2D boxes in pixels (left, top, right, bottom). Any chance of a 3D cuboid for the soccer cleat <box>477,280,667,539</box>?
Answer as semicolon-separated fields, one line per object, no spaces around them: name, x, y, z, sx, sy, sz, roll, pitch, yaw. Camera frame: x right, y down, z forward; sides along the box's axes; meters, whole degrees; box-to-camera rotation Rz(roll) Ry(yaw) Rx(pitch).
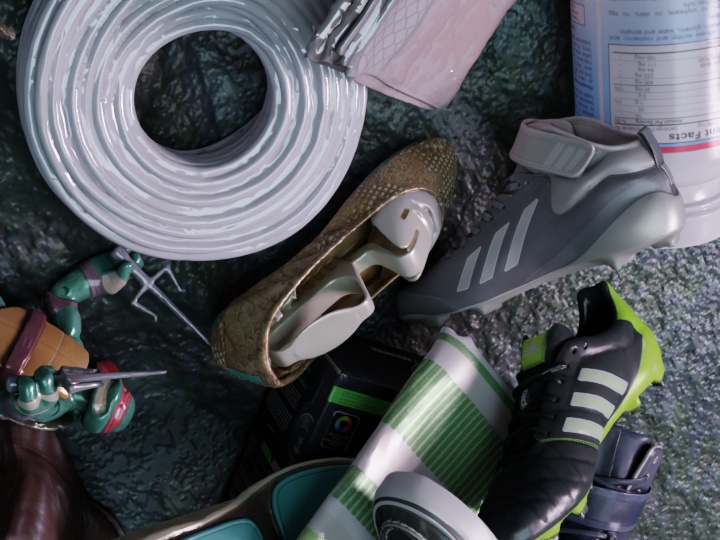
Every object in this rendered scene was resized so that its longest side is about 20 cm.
soccer cleat;0.111;0.084;0.737;0.081;0.067;0.200;54;48;-11

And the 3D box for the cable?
cable;-0.089;-0.103;0.711;0.199;0.069;0.200;17;103;-24

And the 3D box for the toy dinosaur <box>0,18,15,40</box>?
toy dinosaur;-0.234;-0.109;0.601;0.102;0.077;0.200;-45;153;5

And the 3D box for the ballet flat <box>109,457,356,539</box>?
ballet flat;-0.060;0.150;0.712;0.200;0.069;0.070;-8;113;-38

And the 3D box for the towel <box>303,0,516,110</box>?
towel;0.065;-0.180;0.681;0.032;0.191;0.200;37;104;14

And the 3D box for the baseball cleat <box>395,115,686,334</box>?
baseball cleat;0.096;-0.033;0.778;0.200;0.070;0.107;-20;96;29

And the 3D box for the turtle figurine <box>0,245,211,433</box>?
turtle figurine;-0.184;0.039;0.705;0.200;0.150;0.101;30;116;-18

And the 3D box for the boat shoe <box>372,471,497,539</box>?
boat shoe;0.051;0.200;0.681;0.064;0.071;0.200;-43;118;-39

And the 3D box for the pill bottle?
pill bottle;0.185;-0.121;0.779;0.108;0.109;0.201;-12;113;-15

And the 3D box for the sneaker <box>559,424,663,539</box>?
sneaker;0.142;0.177;0.842;0.077;0.202;0.147;19;105;12

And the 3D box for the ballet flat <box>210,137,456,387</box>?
ballet flat;0.000;0.000;0.764;0.200;0.065;0.071;-44;133;-11

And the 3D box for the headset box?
headset box;0.014;0.145;0.827;0.174;0.093;0.200;19;101;-25

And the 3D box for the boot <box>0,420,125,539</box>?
boot;-0.167;0.183;0.717;0.064;0.200;0.187;-27;116;-7

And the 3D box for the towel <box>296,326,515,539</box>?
towel;0.039;0.152;0.733;0.153;0.023;0.200;50;64;-28
